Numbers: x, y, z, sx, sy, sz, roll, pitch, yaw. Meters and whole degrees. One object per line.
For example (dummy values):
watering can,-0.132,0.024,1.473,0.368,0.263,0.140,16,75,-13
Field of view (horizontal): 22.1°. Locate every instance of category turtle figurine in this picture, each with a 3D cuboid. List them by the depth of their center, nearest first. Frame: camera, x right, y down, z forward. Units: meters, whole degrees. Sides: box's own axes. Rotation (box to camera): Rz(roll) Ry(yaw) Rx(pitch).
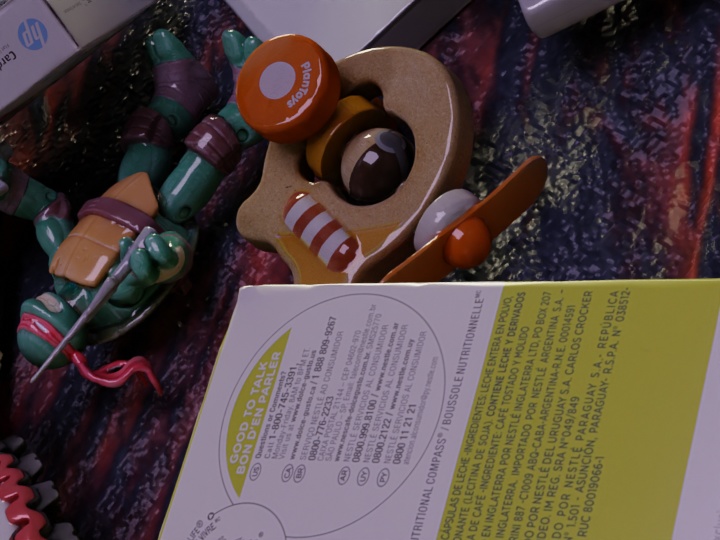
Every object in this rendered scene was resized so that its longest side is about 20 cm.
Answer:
turtle figurine,-0.117,-0.025,0.856,0.149,0.101,0.201,19,60,30

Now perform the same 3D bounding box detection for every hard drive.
hard drive,-0.015,-0.175,0.936,0.132,0.026,0.200,-42,46,4

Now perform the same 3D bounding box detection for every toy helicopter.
toy helicopter,0.000,0.000,0.793,0.131,0.079,0.202,10,77,29

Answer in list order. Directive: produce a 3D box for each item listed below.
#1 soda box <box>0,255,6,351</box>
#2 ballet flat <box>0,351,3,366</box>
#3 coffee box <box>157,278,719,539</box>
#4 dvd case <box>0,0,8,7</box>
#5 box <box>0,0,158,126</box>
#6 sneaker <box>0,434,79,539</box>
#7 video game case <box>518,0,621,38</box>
soda box,-0.217,0.074,0.873,0.063,0.071,0.202,-28,48,30
ballet flat,-0.253,0.021,0.821,0.199,0.072,0.072,22,74,20
coffee box,0.061,0.135,0.557,0.196,0.200,0.202,-2,61,34
dvd case,-0.182,-0.209,1.061,0.199,0.018,0.144,-9,55,40
box,-0.199,-0.084,0.921,0.199,0.041,0.156,-36,9,18
sneaker,-0.151,0.153,0.769,0.097,0.071,0.201,-25,48,-6
video game case,0.145,-0.208,0.829,0.199,0.024,0.183,-25,46,11
